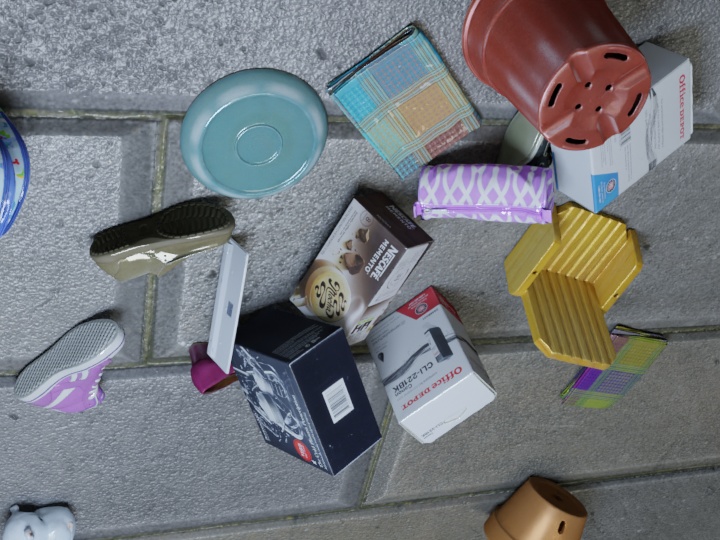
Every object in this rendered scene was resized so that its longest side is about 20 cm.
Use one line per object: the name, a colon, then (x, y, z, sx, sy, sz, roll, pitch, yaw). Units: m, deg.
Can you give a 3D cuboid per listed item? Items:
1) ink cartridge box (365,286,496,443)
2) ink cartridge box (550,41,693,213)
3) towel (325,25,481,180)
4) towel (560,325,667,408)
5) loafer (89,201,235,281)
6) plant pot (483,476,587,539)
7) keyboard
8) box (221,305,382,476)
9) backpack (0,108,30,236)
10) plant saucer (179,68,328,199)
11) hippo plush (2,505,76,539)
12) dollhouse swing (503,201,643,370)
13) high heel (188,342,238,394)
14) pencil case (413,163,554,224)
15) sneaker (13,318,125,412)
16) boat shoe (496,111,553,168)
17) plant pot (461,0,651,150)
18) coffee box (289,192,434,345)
ink cartridge box: (0.107, 0.148, 1.532, 0.144, 0.200, 0.084, -36, 133, 12)
ink cartridge box: (0.366, -0.202, 1.359, 0.200, 0.084, 0.145, -37, 137, -16)
towel: (0.064, -0.221, 1.309, 0.146, 0.022, 0.200, -34, 134, 11)
towel: (0.480, 0.187, 1.837, 0.143, 0.023, 0.200, 9, 127, -29)
loafer: (-0.263, -0.037, 1.316, 0.199, 0.076, 0.068, -12, 135, 3)
plant pot: (0.372, 0.521, 1.992, 0.199, 0.200, 0.140, 18, 106, -33)
keyboard: (-0.192, 0.052, 1.404, 0.011, 0.056, 0.201, -13, 125, -42)
box: (-0.087, 0.175, 1.435, 0.104, 0.182, 0.201, -33, 117, -29)
backpack: (-0.460, -0.105, 1.086, 0.147, 0.200, 0.183, 1, 131, -48)
plant saucer: (-0.136, -0.170, 1.275, 0.199, 0.027, 0.201, -11, 134, -12)
hippo plush: (-0.561, 0.472, 1.636, 0.199, 0.159, 0.162, -5, 103, -36)
dollhouse swing: (0.360, 0.027, 1.540, 0.199, 0.176, 0.182, 15, 124, -30)
high heel: (-0.168, 0.160, 1.509, 0.199, 0.096, 0.068, 1, 130, -21)
pencil case: (0.173, -0.106, 1.356, 0.199, 0.086, 0.084, 1, 125, 21)
sneaker: (-0.400, 0.145, 1.432, 0.200, 0.073, 0.114, -30, 139, 21)
boat shoe: (0.243, -0.159, 1.398, 0.066, 0.075, 0.200, -1, 129, -25)
plant pot: (0.255, -0.265, 1.221, 0.200, 0.196, 0.201, -11, 133, -12)
coffee box: (0.000, 0.000, 1.405, 0.080, 0.113, 0.200, -16, 146, -56)
